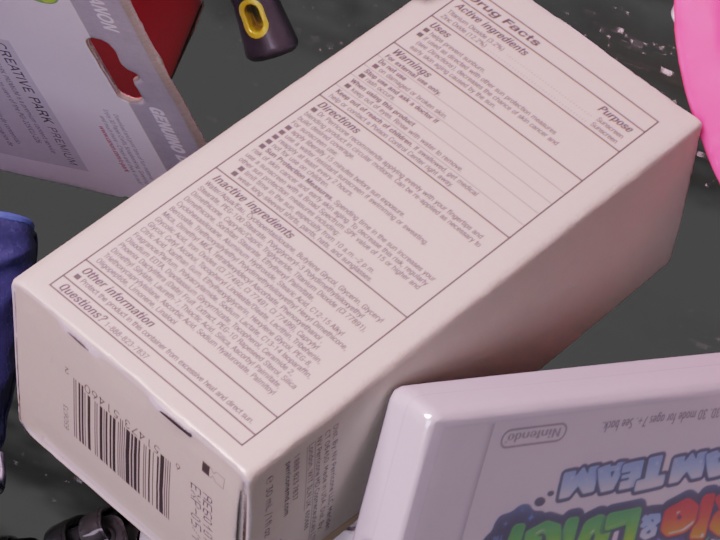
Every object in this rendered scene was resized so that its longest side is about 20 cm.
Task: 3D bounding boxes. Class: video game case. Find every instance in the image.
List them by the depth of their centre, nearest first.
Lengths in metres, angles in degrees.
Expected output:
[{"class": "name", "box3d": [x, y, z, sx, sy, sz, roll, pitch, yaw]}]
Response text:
[{"class": "video game case", "box3d": [0.069, 0.114, 0.898, 0.024, 0.199, 0.183, 34, 118, 43]}]

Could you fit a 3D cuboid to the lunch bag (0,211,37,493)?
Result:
[{"class": "lunch bag", "box3d": [-0.182, 0.043, 0.902, 0.135, 0.200, 0.133, 7, 87, -16]}]

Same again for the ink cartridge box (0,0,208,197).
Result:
[{"class": "ink cartridge box", "box3d": [-0.125, -0.109, 0.904, 0.175, 0.200, 0.084, 13, 69, 18]}]

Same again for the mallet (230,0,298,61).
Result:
[{"class": "mallet", "box3d": [-0.070, -0.166, 0.959, 0.066, 0.041, 0.201, -6, 106, 21]}]

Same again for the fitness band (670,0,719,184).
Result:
[{"class": "fitness band", "box3d": [0.177, -0.055, 0.873, 0.143, 0.037, 0.201, -20, 105, 22]}]

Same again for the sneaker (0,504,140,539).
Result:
[{"class": "sneaker", "box3d": [-0.129, 0.107, 1.046, 0.200, 0.071, 0.099, 42, 101, 14]}]

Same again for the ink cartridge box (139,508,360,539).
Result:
[{"class": "ink cartridge box", "box3d": [-0.013, 0.144, 0.957, 0.084, 0.146, 0.201, 15, 109, 24]}]

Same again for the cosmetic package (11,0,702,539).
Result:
[{"class": "cosmetic package", "box3d": [0.000, 0.000, 0.871, 0.103, 0.200, 0.073, 39, 146, 25]}]
